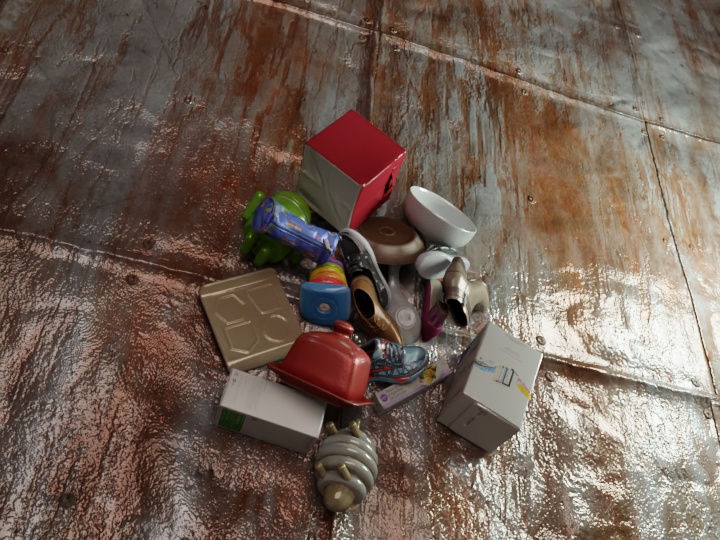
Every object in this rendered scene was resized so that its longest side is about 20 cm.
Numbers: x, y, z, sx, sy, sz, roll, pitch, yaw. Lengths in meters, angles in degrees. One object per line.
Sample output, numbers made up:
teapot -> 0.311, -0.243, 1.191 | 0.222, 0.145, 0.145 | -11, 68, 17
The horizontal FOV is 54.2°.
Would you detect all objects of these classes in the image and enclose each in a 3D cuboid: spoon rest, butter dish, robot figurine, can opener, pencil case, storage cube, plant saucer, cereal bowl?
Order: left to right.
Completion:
robot figurine -> -0.188, -0.100, 1.595 | 0.174, 0.116, 0.201 | 38, 52, 0
pencil case -> -0.135, -0.080, 1.501 | 0.198, 0.086, 0.080 | 27, 87, -33
butter dish -> -0.055, 0.172, 1.375 | 0.196, 0.199, 0.151 | 20, 85, 16
storage cube -> -0.028, -0.229, 1.642 | 0.199, 0.173, 0.180 | 37, 52, 13
can opener -> -0.023, -0.145, 1.736 | 0.196, 0.066, 0.054 | -16, 107, -28
plant saucer -> 0.061, -0.080, 1.675 | 0.195, 0.037, 0.202 | 8, 30, -4
spoon rest -> 0.092, 0.073, 1.633 | 0.097, 0.061, 0.205 | 2, 70, -18
cereal bowl -> 0.187, -0.120, 1.749 | 0.197, 0.084, 0.201 | 28, 21, -11

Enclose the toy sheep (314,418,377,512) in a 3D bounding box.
toy sheep -> -0.027, 0.365, 1.337 | 0.135, 0.139, 0.202 | 25, 47, -2

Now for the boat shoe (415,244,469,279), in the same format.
boat shoe -> 0.184, -0.028, 1.665 | 0.197, 0.072, 0.068 | 0, 42, -49

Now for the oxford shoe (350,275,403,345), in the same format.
oxford shoe -> 0.031, 0.113, 1.526 | 0.203, 0.070, 0.071 | 59, 13, -12

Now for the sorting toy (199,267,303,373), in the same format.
sorting toy -> -0.230, 0.106, 1.497 | 0.181, 0.037, 0.203 | -15, 68, -28

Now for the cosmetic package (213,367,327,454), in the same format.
cosmetic package -> -0.173, 0.273, 1.357 | 0.195, 0.108, 0.086 | 20, 54, -5

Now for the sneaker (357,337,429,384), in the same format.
sneaker -> 0.050, 0.187, 1.476 | 0.194, 0.097, 0.081 | -7, 50, -3

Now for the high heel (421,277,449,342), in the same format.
high heel -> 0.170, 0.077, 1.668 | 0.066, 0.097, 0.202 | 21, 32, -18

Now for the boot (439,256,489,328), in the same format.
boot -> 0.241, 0.072, 1.618 | 0.201, 0.069, 0.148 | 52, 35, -32

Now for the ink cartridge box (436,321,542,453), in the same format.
ink cartridge box -> 0.279, 0.253, 1.516 | 0.143, 0.148, 0.202 | 30, 52, 1

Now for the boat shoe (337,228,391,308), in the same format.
boat shoe -> 0.000, 0.000, 1.577 | 0.203, 0.069, 0.066 | 63, 27, 0

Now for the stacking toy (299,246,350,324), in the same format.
stacking toy -> -0.072, 0.013, 1.585 | 0.113, 0.112, 0.203 | 4, 43, 0

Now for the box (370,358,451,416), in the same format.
box -> 0.112, 0.251, 1.522 | 0.197, 0.042, 0.039 | -22, 66, -30
